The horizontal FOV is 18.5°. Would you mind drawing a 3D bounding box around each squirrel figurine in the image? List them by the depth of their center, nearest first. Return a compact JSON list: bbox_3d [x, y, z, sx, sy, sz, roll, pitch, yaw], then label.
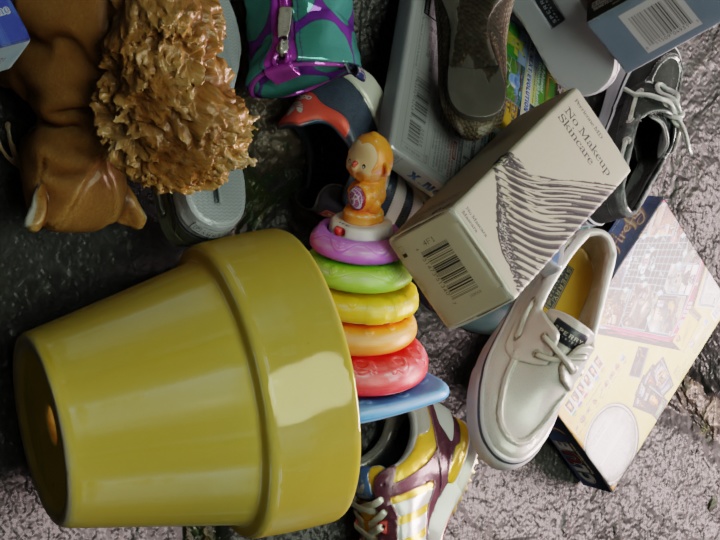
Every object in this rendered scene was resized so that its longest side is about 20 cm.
[{"bbox_3d":[-0.161,-0.108,1.411,0.141,0.199,0.188,0,105,-46],"label":"squirrel figurine"}]

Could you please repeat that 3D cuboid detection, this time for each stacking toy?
[{"bbox_3d":[0.000,0.000,1.552,0.109,0.116,0.202,-11,116,-36],"label":"stacking toy"}]

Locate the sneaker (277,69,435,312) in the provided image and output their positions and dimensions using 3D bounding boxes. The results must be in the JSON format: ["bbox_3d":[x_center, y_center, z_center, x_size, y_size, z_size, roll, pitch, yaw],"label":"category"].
[{"bbox_3d":[0.003,-0.045,1.613,0.084,0.075,0.201,-36,103,-32],"label":"sneaker"}]

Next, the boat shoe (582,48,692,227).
[{"bbox_3d":[0.227,-0.115,1.761,0.200,0.068,0.074,-54,125,-38],"label":"boat shoe"}]

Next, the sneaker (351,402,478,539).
[{"bbox_3d":[0.018,0.188,1.634,0.090,0.075,0.201,32,64,-34],"label":"sneaker"}]

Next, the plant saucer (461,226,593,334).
[{"bbox_3d":[0.115,-0.050,1.723,0.199,0.027,0.202,-2,93,-38],"label":"plant saucer"}]

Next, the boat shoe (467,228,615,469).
[{"bbox_3d":[0.143,0.055,1.659,0.071,0.070,0.201,34,64,-15],"label":"boat shoe"}]

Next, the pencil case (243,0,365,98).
[{"bbox_3d":[-0.048,-0.225,1.542,0.092,0.084,0.202,12,71,-77],"label":"pencil case"}]

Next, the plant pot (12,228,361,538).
[{"bbox_3d":[-0.122,0.086,1.457,0.188,0.201,0.202,-11,99,-22],"label":"plant pot"}]

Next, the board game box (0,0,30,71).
[{"bbox_3d":[-0.327,-0.190,1.316,0.199,0.041,0.200,-22,78,-39],"label":"board game box"}]

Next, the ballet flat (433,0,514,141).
[{"bbox_3d":[0.084,-0.175,1.628,0.067,0.046,0.201,3,55,-2],"label":"ballet flat"}]

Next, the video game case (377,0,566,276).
[{"bbox_3d":[0.092,-0.120,1.653,0.182,0.022,0.201,34,48,-30],"label":"video game case"}]

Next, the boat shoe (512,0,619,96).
[{"bbox_3d":[0.144,-0.229,1.709,0.201,0.071,0.070,59,20,1],"label":"boat shoe"}]

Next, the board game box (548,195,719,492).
[{"bbox_3d":[0.212,0.058,1.785,0.200,0.034,0.136,-54,128,-23],"label":"board game box"}]

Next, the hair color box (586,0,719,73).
[{"bbox_3d":[0.232,-0.251,1.701,0.061,0.099,0.201,46,32,-28],"label":"hair color box"}]

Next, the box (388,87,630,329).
[{"bbox_3d":[0.108,-0.046,1.561,0.082,0.068,0.200,54,43,-9],"label":"box"}]

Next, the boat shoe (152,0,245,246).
[{"bbox_3d":[-0.124,-0.114,1.515,0.072,0.062,0.202,9,68,-36],"label":"boat shoe"}]
